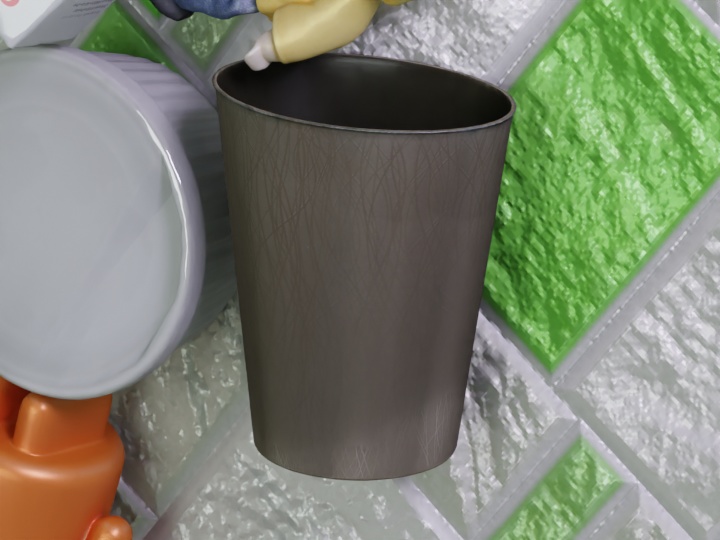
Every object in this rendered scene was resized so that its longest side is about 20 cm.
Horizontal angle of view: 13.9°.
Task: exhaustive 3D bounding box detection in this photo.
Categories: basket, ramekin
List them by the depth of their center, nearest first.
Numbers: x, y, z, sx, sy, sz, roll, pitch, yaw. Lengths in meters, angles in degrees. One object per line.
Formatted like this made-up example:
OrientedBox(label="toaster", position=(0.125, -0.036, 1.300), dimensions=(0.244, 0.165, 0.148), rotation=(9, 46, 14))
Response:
OrientedBox(label="basket", position=(0.000, 0.000, 1.585), dimensions=(0.180, 0.136, 0.201), rotation=(17, 114, 42))
OrientedBox(label="ramekin", position=(-0.152, -0.033, 1.696), dimensions=(0.202, 0.094, 0.203), rotation=(7, 104, 32))

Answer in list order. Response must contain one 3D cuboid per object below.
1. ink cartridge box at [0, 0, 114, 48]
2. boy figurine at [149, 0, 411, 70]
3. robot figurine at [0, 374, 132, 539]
OrientedBox(label="ink cartridge box", position=(-0.145, -0.235, 1.565), dimensions=(0.200, 0.084, 0.145), rotation=(-40, 85, 21))
OrientedBox(label="boy figurine", position=(-0.028, -0.165, 1.587), dimensions=(0.200, 0.064, 0.125), rotation=(6, 71, 38))
OrientedBox(label="robot figurine", position=(-0.208, 0.148, 1.761), dimensions=(0.143, 0.117, 0.201), rotation=(16, 113, -4))
